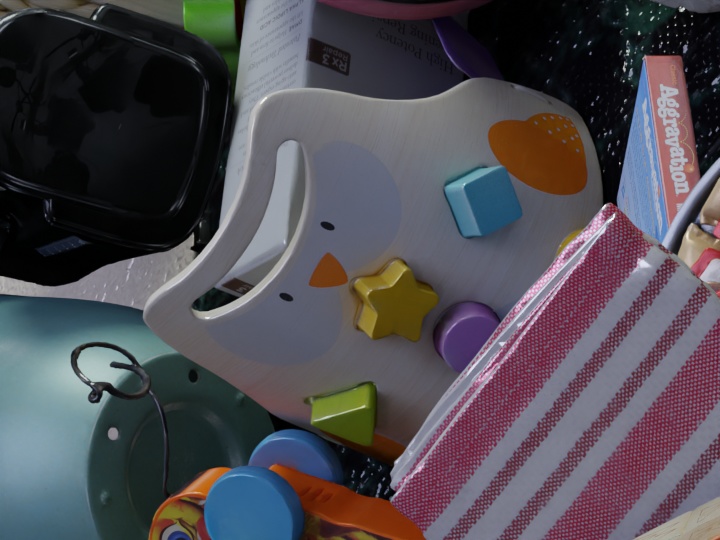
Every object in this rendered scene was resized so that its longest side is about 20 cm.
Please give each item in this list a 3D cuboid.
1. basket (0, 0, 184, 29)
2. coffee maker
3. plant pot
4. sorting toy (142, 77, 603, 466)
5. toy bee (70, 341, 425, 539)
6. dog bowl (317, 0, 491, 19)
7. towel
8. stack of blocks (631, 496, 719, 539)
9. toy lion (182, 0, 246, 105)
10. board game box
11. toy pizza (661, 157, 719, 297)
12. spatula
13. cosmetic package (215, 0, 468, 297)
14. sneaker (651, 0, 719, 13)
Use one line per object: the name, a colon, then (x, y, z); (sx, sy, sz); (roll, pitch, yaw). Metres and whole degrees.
basket: (-0.188, -0.145, 1.678); (0.123, 0.200, 0.136); (-66, 30, 14)
coffee maker: (-0.140, -0.066, 1.501); (0.200, 0.192, 0.135); (167, 95, -66)
plant pot: (-0.138, 0.106, 1.453); (0.161, 0.201, 0.201); (-7, 66, 48)
sorting toy: (0.000, 0.000, 1.306); (0.200, 0.180, 0.107); (-60, 31, 15)
toy bee: (-0.051, 0.125, 1.347); (0.200, 0.131, 0.109); (37, 120, 32)
dog bowl: (0.017, -0.206, 1.409); (0.074, 0.200, 0.200); (101, 165, -49)
towel: (0.121, 0.091, 1.043); (0.200, 0.030, 0.146); (42, 111, 11)
stack of blocks: (0.150, 0.133, 0.985); (0.200, 0.115, 0.059); (-29, 4, 20)
toy lion: (-0.069, -0.178, 1.560); (0.200, 0.069, 0.192); (62, -153, -76)
board game box: (0.131, 0.019, 1.194); (0.103, 0.019, 0.200); (93, 175, -55)
toy pizza: (0.191, 0.025, 1.050); (0.200, 0.032, 0.200); (-6, 79, 29)
spatula: (0.055, -0.155, 1.454); (0.021, 0.057, 0.200); (-31, 38, 29)
cosmetic package: (-0.007, -0.075, 1.442); (0.074, 0.102, 0.200); (-29, 49, 49)
sneaker: (0.095, -0.178, 1.297); (0.077, 0.200, 0.082); (95, -167, -61)
